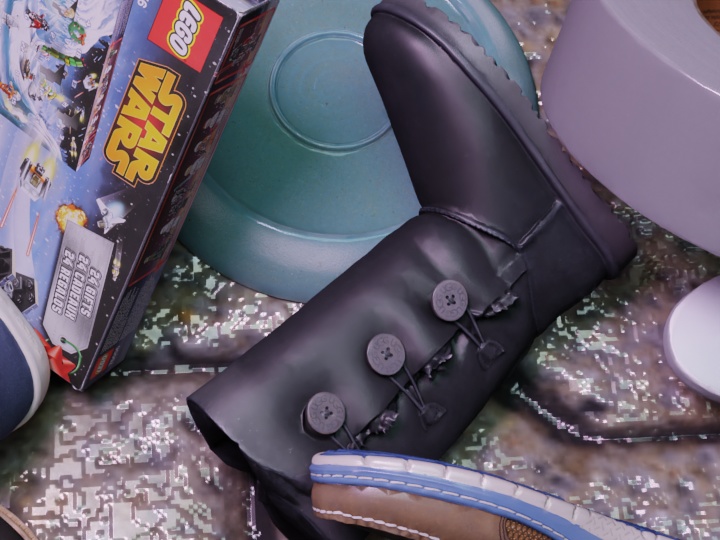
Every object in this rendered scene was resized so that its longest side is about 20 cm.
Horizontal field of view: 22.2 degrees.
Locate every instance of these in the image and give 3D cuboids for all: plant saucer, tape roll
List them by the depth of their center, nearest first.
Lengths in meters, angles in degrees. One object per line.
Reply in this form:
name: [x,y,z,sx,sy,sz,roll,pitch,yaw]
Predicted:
tape roll: [0.182,-0.076,0.806,0.199,0.066,0.201,15,32,-9]
plant saucer: [-0.012,-0.081,0.873,0.199,0.027,0.201,2,67,-4]

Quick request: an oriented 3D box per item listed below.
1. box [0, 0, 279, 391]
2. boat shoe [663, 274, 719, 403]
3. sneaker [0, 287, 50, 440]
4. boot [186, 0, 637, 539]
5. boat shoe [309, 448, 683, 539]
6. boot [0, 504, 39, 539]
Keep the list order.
box: [-0.130,-0.065,0.776,0.137,0.201,0.040,34,32,11]
boat shoe: [0.231,0.030,0.826,0.199,0.057,0.069,-6,76,-6]
sneaker: [-0.215,-0.003,0.762,0.200,0.085,0.075,46,115,-3]
boot: [0.001,0.001,0.797,0.200,0.066,0.165,-43,92,-12]
boat shoe: [0.067,0.126,0.745,0.199,0.072,0.073,19,82,-15]
boot: [-0.228,0.086,0.727,0.199,0.138,0.078,16,67,2]
